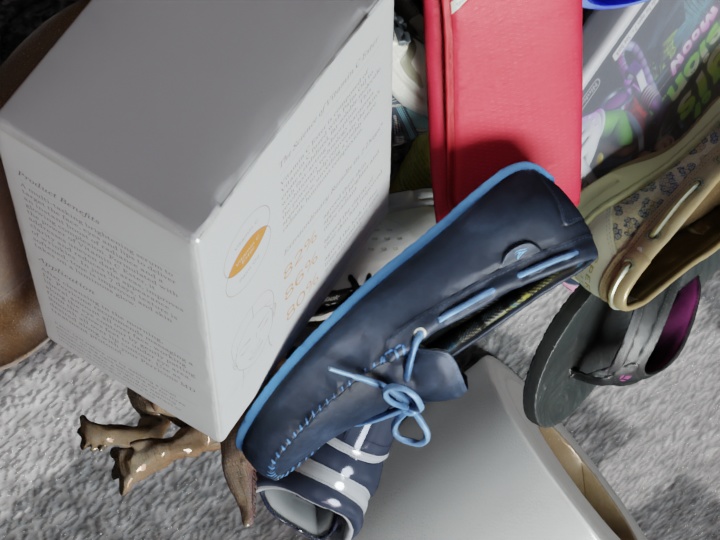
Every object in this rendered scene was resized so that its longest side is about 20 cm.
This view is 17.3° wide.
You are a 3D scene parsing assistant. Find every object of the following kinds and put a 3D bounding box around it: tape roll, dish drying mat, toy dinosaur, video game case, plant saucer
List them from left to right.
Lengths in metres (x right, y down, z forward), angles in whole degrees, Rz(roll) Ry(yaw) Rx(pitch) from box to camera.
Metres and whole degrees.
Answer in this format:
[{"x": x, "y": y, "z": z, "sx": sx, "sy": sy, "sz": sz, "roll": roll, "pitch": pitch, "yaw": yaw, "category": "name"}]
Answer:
[{"x": -0.141, "y": -0.047, "z": 1.086, "sx": 0.201, "sy": 0.032, "sz": 0.201, "roll": -53, "pitch": 162, "yaw": -26, "category": "plant saucer"}, {"x": -0.073, "y": 0.055, "z": 1.227, "sx": 0.135, "sy": 0.200, "sz": 0.086, "roll": -7, "pitch": 115, "yaw": -30, "category": "toy dinosaur"}, {"x": 0.086, "y": 0.172, "z": 1.458, "sx": 0.139, "sy": 0.203, "sz": 0.203, "roll": -38, "pitch": 146, "yaw": 9, "category": "tape roll"}, {"x": 0.069, "y": -0.097, "z": 1.124, "sx": 0.076, "sy": 0.018, "sz": 0.201, "roll": -11, "pitch": 134, "yaw": -7, "category": "dish drying mat"}, {"x": 0.166, "y": -0.102, "z": 1.272, "sx": 0.201, "sy": 0.023, "sz": 0.182, "roll": -55, "pitch": 148, "yaw": -9, "category": "video game case"}]

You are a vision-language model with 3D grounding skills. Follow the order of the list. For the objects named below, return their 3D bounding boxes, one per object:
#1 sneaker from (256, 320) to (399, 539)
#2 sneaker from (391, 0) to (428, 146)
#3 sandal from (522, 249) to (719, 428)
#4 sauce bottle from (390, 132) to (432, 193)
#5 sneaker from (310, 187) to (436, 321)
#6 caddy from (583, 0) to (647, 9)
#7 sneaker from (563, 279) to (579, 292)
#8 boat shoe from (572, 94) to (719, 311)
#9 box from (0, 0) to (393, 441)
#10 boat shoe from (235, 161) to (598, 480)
[{"x": -0.024, "y": 0.087, "z": 1.285, "sx": 0.200, "sy": 0.070, "sz": 0.109, "roll": 165, "pitch": -51, "yaw": -79, "category": "sneaker"}, {"x": -0.017, "y": -0.108, "z": 1.139, "sx": 0.086, "sy": 0.078, "sz": 0.200, "roll": -31, "pitch": 144, "yaw": 16, "category": "sneaker"}, {"x": 0.165, "y": 0.012, "z": 1.297, "sx": 0.200, "sy": 0.048, "sz": 0.075, "roll": -44, "pitch": 143, "yaw": -16, "category": "sandal"}, {"x": 0.045, "y": -0.037, "z": 1.287, "sx": 0.064, "sy": 0.065, "sz": 0.200, "roll": -2, "pitch": 136, "yaw": -37, "category": "sauce bottle"}, {"x": 0.000, "y": 0.000, "z": 1.222, "sx": 0.199, "sy": 0.080, "sz": 0.074, "roll": 7, "pitch": 128, "yaw": -13, "category": "sneaker"}, {"x": 0.155, "y": -0.211, "z": 1.118, "sx": 0.200, "sy": 0.105, "sz": 0.141, "roll": -39, "pitch": 147, "yaw": 9, "category": "caddy"}, {"x": 0.196, "y": -0.047, "z": 1.400, "sx": 0.199, "sy": 0.070, "sz": 0.082, "roll": -20, "pitch": 151, "yaw": -8, "category": "sneaker"}, {"x": 0.193, "y": -0.042, "z": 1.248, "sx": 0.199, "sy": 0.063, "sz": 0.074, "roll": -33, "pitch": 139, "yaw": -15, "category": "boat shoe"}, {"x": -0.068, "y": -0.045, "z": 1.064, "sx": 0.153, "sy": 0.106, "sz": 0.200, "roll": -53, "pitch": 163, "yaw": -24, "category": "box"}, {"x": 0.028, "y": 0.034, "z": 1.129, "sx": 0.200, "sy": 0.069, "sz": 0.084, "roll": -44, "pitch": 167, "yaw": 4, "category": "boat shoe"}]
